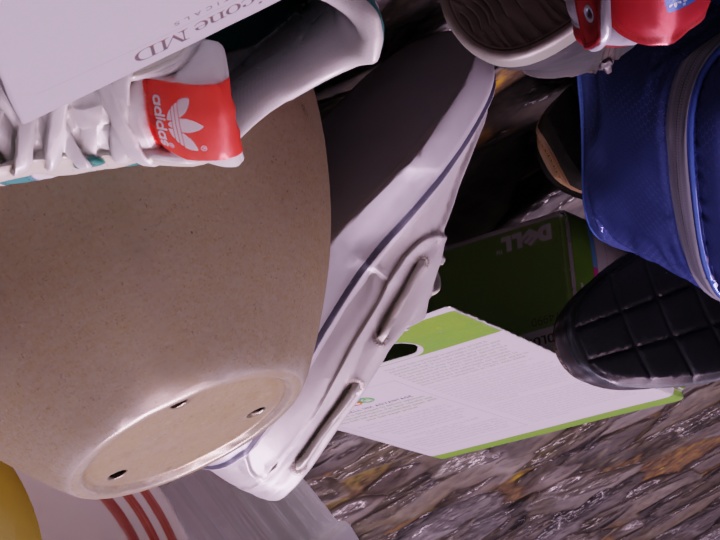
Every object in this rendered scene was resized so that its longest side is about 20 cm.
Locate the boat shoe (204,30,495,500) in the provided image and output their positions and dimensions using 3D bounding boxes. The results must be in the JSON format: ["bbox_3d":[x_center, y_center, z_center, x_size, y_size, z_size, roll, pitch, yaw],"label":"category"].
[{"bbox_3d":[0.000,0.000,1.034,0.066,0.072,0.201,39,76,-36],"label":"boat shoe"}]

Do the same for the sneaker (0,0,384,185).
[{"bbox_3d":[-0.084,-0.062,0.805,0.199,0.093,0.071,-22,129,-21],"label":"sneaker"}]

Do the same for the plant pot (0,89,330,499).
[{"bbox_3d":[-0.089,0.002,0.940,0.200,0.135,0.200,-24,162,-8],"label":"plant pot"}]

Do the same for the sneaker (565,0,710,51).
[{"bbox_3d":[0.086,-0.143,0.820,0.071,0.113,0.200,-23,161,-9],"label":"sneaker"}]

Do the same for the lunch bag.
[{"bbox_3d":[0.204,-0.065,1.084,0.199,0.132,0.137,-20,120,-23],"label":"lunch bag"}]

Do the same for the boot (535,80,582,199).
[{"bbox_3d":[0.132,-0.041,1.233,0.199,0.078,0.138,-9,160,-40],"label":"boot"}]

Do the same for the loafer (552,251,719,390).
[{"bbox_3d":[0.158,0.012,1.196,0.199,0.073,0.072,-18,178,-36],"label":"loafer"}]

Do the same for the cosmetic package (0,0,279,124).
[{"bbox_3d":[-0.073,-0.129,0.692,0.112,0.081,0.200,-27,161,-5],"label":"cosmetic package"}]

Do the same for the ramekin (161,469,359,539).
[{"bbox_3d":[-0.106,0.142,1.170,0.200,0.105,0.200,-34,177,-2],"label":"ramekin"}]

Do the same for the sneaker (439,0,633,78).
[{"bbox_3d":[0.126,-0.140,0.977,0.199,0.075,0.106,-28,171,12],"label":"sneaker"}]

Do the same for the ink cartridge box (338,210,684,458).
[{"bbox_3d":[0.038,0.023,1.212,0.147,0.076,0.200,-17,157,32],"label":"ink cartridge box"}]

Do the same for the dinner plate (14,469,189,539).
[{"bbox_3d":[-0.155,0.142,1.065,0.200,0.201,0.024,-31,178,14],"label":"dinner plate"}]

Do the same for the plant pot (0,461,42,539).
[{"bbox_3d":[-0.241,0.102,0.934,0.200,0.201,0.189,-29,148,6],"label":"plant pot"}]
